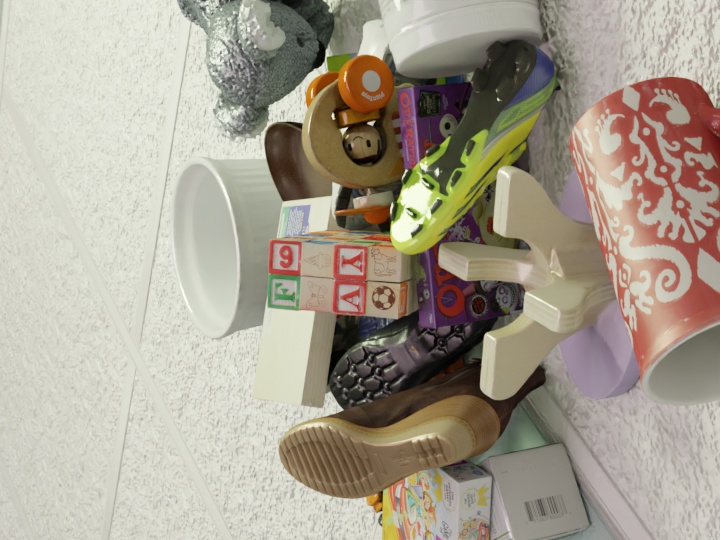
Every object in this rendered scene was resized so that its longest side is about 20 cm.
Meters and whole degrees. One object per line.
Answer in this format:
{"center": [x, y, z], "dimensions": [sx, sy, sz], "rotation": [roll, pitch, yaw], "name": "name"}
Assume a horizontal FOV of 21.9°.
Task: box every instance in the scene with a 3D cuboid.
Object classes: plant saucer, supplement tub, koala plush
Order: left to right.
{"center": [-0.101, -0.233, 1.789], "dimensions": [0.178, 0.182, 0.201], "rotation": [113, 163, -49], "name": "koala plush"}
{"center": [-0.023, -0.067, 1.835], "dimensions": [0.200, 0.032, 0.201], "rotation": [46, 158, 25], "name": "plant saucer"}
{"center": [0.070, -0.275, 1.550], "dimensions": [0.132, 0.131, 0.202], "rotation": [-27, 71, 62], "name": "supplement tub"}

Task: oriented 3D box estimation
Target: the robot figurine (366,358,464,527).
{"center": [0.050, 0.166, 1.789], "dimensions": [0.200, 0.058, 0.146], "rotation": [-54, 49, 54], "name": "robot figurine"}

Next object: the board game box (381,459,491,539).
{"center": [0.064, 0.250, 1.630], "dimensions": [0.134, 0.034, 0.202], "rotation": [31, 124, 58], "name": "board game box"}

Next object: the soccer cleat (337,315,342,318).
{"center": [-0.028, 0.075, 1.930], "dimensions": [0.200, 0.069, 0.087], "rotation": [-4, 109, 66], "name": "soccer cleat"}

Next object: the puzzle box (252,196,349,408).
{"center": [-0.056, 0.030, 1.799], "dimensions": [0.133, 0.025, 0.202], "rotation": [180, 100, -67], "name": "puzzle box"}

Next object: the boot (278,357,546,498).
{"center": [0.046, 0.130, 1.601], "dimensions": [0.199, 0.166, 0.073], "rotation": [-8, 105, 33], "name": "boot"}

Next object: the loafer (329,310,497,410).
{"center": [0.053, 0.071, 1.687], "dimensions": [0.200, 0.070, 0.068], "rotation": [-35, 82, 36], "name": "loafer"}

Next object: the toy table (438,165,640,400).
{"center": [0.155, 0.010, 1.471], "dimensions": [0.183, 0.116, 0.202], "rotation": [11, 106, 62], "name": "toy table"}

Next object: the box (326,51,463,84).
{"center": [0.033, -0.149, 1.754], "dimensions": [0.200, 0.047, 0.123], "rotation": [5, 101, 64], "name": "box"}

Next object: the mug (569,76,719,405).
{"center": [0.247, -0.032, 1.304], "dimensions": [0.134, 0.176, 0.201], "rotation": [55, -165, -60], "name": "mug"}

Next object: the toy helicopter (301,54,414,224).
{"center": [0.040, -0.091, 1.584], "dimensions": [0.079, 0.199, 0.133], "rotation": [-16, 60, 59], "name": "toy helicopter"}

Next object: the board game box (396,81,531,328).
{"center": [0.093, -0.058, 1.572], "dimensions": [0.032, 0.119, 0.202], "rotation": [2, 99, 59], "name": "board game box"}

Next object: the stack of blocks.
{"center": [0.000, 0.000, 1.627], "dimensions": [0.200, 0.114, 0.059], "rotation": [-18, -69, -77], "name": "stack of blocks"}

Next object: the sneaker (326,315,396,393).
{"center": [0.028, 0.050, 1.790], "dimensions": [0.200, 0.085, 0.078], "rotation": [-40, 55, 34], "name": "sneaker"}

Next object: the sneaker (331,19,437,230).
{"center": [0.015, -0.131, 1.678], "dimensions": [0.087, 0.074, 0.201], "rotation": [52, 130, 53], "name": "sneaker"}

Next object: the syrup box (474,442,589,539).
{"center": [0.114, 0.224, 1.650], "dimensions": [0.200, 0.078, 0.082], "rotation": [-47, 56, 58], "name": "syrup box"}

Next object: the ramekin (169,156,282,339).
{"center": [-0.131, -0.030, 2.061], "dimensions": [0.200, 0.097, 0.202], "rotation": [27, 121, 59], "name": "ramekin"}

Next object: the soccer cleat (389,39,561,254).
{"center": [0.098, -0.091, 1.512], "dimensions": [0.065, 0.084, 0.201], "rotation": [29, 85, 46], "name": "soccer cleat"}
